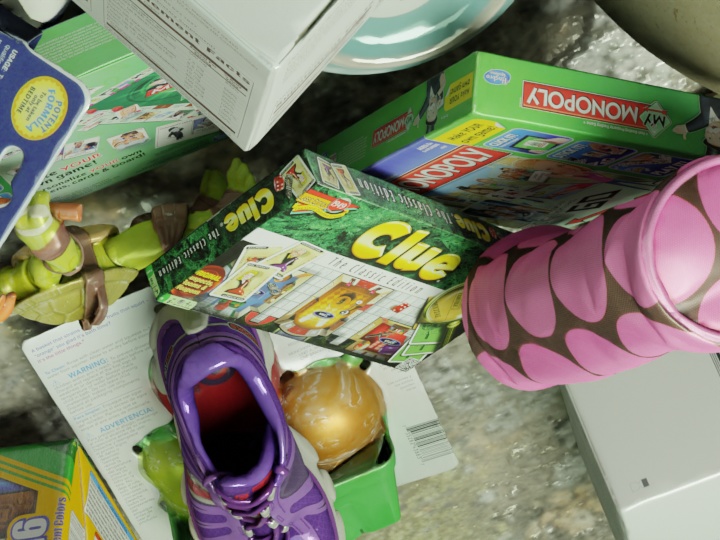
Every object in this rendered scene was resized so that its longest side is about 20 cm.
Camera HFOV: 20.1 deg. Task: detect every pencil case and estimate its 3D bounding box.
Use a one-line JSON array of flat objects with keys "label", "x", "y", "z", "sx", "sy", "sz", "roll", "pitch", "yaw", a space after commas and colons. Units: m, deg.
[{"label": "pencil case", "x": 0.122, "y": 0.004, "z": 0.917, "sx": 0.091, "sy": 0.200, "sz": 0.094, "roll": 47, "pitch": 68, "yaw": -10}]

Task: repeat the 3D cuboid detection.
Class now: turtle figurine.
[{"label": "turtle figurine", "x": -0.127, "y": -0.007, "z": 0.966, "sx": 0.161, "sy": 0.065, "sz": 0.200, "roll": -18, "pitch": 170, "yaw": -18}]

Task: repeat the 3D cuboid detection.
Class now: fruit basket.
[{"label": "fruit basket", "x": -0.062, "y": 0.071, "z": 1.118, "sx": 0.185, "sy": 0.094, "sz": 0.200, "roll": -23, "pitch": 122, "yaw": 4}]

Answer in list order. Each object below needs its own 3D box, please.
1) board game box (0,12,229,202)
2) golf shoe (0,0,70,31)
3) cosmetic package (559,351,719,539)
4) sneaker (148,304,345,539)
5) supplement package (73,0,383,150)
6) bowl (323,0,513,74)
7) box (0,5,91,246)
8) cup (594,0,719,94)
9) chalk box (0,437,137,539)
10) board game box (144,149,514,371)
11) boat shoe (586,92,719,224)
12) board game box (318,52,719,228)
[{"label": "board game box", "x": -0.153, "y": -0.063, "z": 0.933, "sx": 0.199, "sy": 0.029, "sz": 0.135, "roll": -22, "pitch": 163, "yaw": 2}, {"label": "golf shoe", "x": -0.124, "y": -0.182, "z": 0.828, "sx": 0.094, "sy": 0.078, "sz": 0.200, "roll": -13, "pitch": 138, "yaw": -8}, {"label": "cosmetic package", "x": 0.224, "y": 0.079, "z": 1.155, "sx": 0.199, "sy": 0.123, "sz": 0.200, "roll": -21, "pitch": 152, "yaw": 2}, {"label": "sneaker", "x": -0.061, "y": 0.108, "z": 1.039, "sx": 0.080, "sy": 0.084, "sz": 0.201, "roll": -20, "pitch": 119, "yaw": 2}, {"label": "supplement package", "x": -0.030, "y": -0.177, "z": 0.733, "sx": 0.200, "sy": 0.156, "sz": 0.111, "roll": -49, "pitch": 179, "yaw": -14}, {"label": "bowl", "x": 0.004, "y": -0.164, "z": 0.873, "sx": 0.200, "sy": 0.105, "sz": 0.201, "roll": -11, "pitch": 136, "yaw": -10}, {"label": "box", "x": -0.219, "y": -0.083, "z": 0.837, "sx": 0.200, "sy": 0.032, "sz": 0.121, "roll": 34, "pitch": 106, "yaw": -4}, {"label": "cup", "x": 0.202, "y": -0.151, "z": 0.928, "sx": 0.199, "sy": 0.144, "sz": 0.201, "roll": -10, "pitch": 136, "yaw": -10}, {"label": "chalk box", "x": -0.233, "y": 0.185, "z": 1.112, "sx": 0.199, "sy": 0.124, "sz": 0.125, "roll": -7, "pitch": 140, "yaw": 11}, {"label": "board game box", "x": 0.000, "y": 0.000, "z": 0.989, "sx": 0.105, "sy": 0.024, "sz": 0.200, "roll": -38, "pitch": 148, "yaw": 25}, {"label": "boat shoe", "x": 0.202, "y": -0.054, "z": 1.076, "sx": 0.075, "sy": 0.075, "sz": 0.202, "roll": 23, "pitch": 123, "yaw": -36}, {"label": "board game box", "x": 0.074, "y": -0.055, "z": 0.960, "sx": 0.134, "sy": 0.029, "sz": 0.200, "roll": 8, "pitch": 170, "yaw": -19}]
